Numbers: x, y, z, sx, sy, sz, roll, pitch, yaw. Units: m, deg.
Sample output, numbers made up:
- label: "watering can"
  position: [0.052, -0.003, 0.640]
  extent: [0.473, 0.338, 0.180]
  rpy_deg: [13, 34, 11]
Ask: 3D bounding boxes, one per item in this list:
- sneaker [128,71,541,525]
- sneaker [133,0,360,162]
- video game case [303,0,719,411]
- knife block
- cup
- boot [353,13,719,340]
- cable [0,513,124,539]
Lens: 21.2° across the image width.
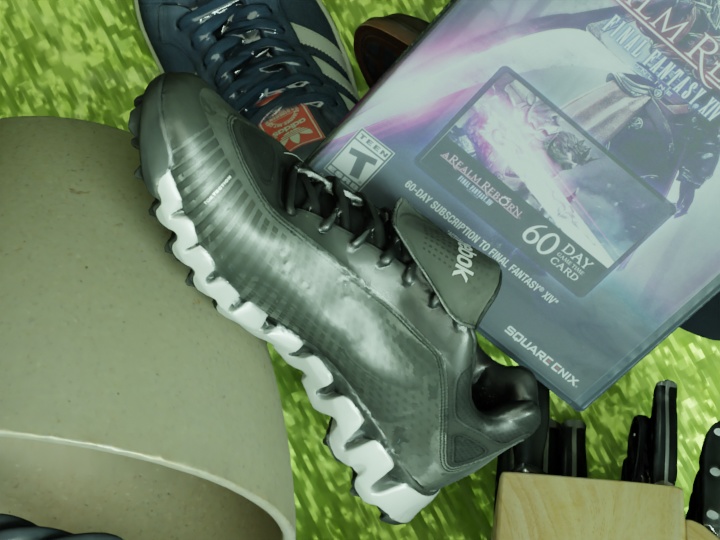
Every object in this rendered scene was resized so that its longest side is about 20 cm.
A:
- label: "sneaker"
  position: [0.000, 0.000, 0.680]
  extent: [0.090, 0.067, 0.200]
  rpy_deg: [-24, 118, 20]
- label: "sneaker"
  position: [-0.030, -0.061, 0.763]
  extent: [0.075, 0.085, 0.201]
  rpy_deg: [-31, 87, 1]
- label: "video game case"
  position: [0.090, -0.053, 0.674]
  extent: [0.143, 0.019, 0.200]
  rpy_deg: [38, 122, -11]
- label: "knife block"
  position: [0.068, 0.118, 0.703]
  extent: [0.199, 0.064, 0.175]
  rpy_deg: [-26, 47, -31]
- label: "cup"
  position: [-0.120, 0.028, 0.726]
  extent: [0.199, 0.200, 0.144]
  rpy_deg: [2, 66, 2]
- label: "boot"
  position: [0.097, -0.061, 0.780]
  extent: [0.200, 0.075, 0.097]
  rpy_deg: [36, 64, 14]
- label: "cable"
  position: [-0.167, 0.150, 0.730]
  extent: [0.199, 0.163, 0.051]
  rpy_deg: [-17, 58, 19]
